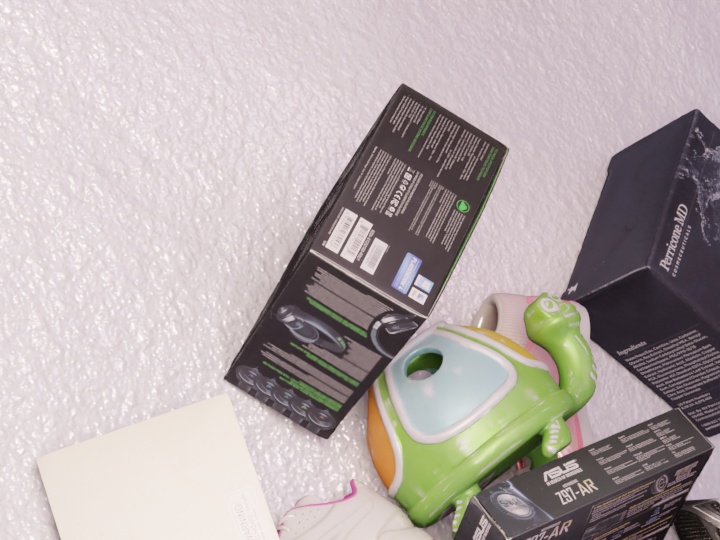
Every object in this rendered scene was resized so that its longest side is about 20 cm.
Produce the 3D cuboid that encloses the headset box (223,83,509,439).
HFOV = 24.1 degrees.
[{"bbox_3d":[0.000,0.000,1.200,0.093,0.200,0.174,31,51,-4],"label":"headset box"}]

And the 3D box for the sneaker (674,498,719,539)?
[{"bbox_3d":[0.310,0.285,1.399,0.086,0.080,0.200,-22,79,-32],"label":"sneaker"}]

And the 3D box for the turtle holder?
[{"bbox_3d":[0.087,0.098,1.234,0.132,0.185,0.141,51,14,12],"label":"turtle holder"}]

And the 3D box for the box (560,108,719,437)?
[{"bbox_3d":[0.303,0.004,1.491,0.200,0.117,0.197,38,51,-18],"label":"box"}]

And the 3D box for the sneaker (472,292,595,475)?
[{"bbox_3d":[0.126,0.108,1.333,0.105,0.075,0.201,16,62,-25],"label":"sneaker"}]

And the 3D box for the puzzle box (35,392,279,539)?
[{"bbox_3d":[-0.115,0.193,1.078,0.133,0.025,0.200,-18,76,-10],"label":"puzzle box"}]

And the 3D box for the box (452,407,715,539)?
[{"bbox_3d":[0.149,0.195,1.228,0.200,0.160,0.044,-18,53,-31],"label":"box"}]

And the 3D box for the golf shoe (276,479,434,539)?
[{"bbox_3d":[-0.043,0.210,1.162,0.200,0.075,0.092,-20,59,-40],"label":"golf shoe"}]
